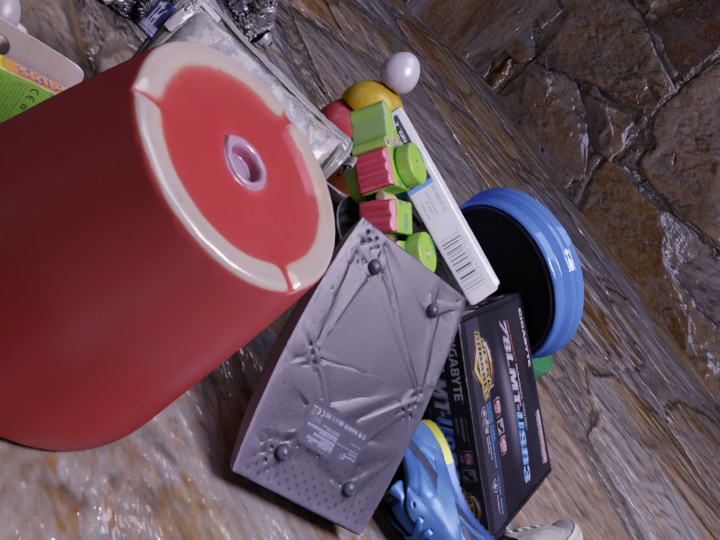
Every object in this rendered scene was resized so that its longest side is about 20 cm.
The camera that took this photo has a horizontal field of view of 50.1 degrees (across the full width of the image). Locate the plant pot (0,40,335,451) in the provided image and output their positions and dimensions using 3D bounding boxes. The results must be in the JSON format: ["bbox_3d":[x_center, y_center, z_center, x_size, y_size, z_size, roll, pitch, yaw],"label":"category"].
[{"bbox_3d":[-0.124,-0.020,0.433,0.200,0.177,0.202,39,36,-36],"label":"plant pot"}]

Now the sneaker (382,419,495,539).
[{"bbox_3d":[0.058,0.211,0.621,0.078,0.066,0.201,3,48,-41],"label":"sneaker"}]

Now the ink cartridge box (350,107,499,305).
[{"bbox_3d":[0.054,-0.066,0.820,0.199,0.043,0.200,59,-6,-9],"label":"ink cartridge box"}]

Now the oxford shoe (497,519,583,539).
[{"bbox_3d":[0.152,0.259,0.702,0.058,0.075,0.200,45,21,21],"label":"oxford shoe"}]

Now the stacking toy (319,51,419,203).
[{"bbox_3d":[0.008,-0.189,0.980,0.146,0.200,0.146,36,16,-12],"label":"stacking toy"}]

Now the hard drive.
[{"bbox_3d":[-0.008,0.078,0.577,0.135,0.201,0.042,36,-18,-29],"label":"hard drive"}]

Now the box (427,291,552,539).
[{"bbox_3d":[0.127,0.132,0.757,0.198,0.049,0.202,-10,91,-60],"label":"box"}]

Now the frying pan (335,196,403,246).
[{"bbox_3d":[0.012,0.007,0.752,0.115,0.031,0.191,35,38,-33],"label":"frying pan"}]

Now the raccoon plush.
[{"bbox_3d":[-0.189,-0.312,0.909,0.199,0.134,0.097,20,36,-51],"label":"raccoon plush"}]

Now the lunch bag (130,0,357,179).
[{"bbox_3d":[-0.123,-0.115,0.663,0.200,0.168,0.140,43,22,-12],"label":"lunch bag"}]

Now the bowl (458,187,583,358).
[{"bbox_3d":[0.163,0.008,0.878,0.039,0.201,0.201,-20,66,-31],"label":"bowl"}]

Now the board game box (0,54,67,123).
[{"bbox_3d":[-0.196,-0.070,0.544,0.199,0.096,0.030,25,22,-45],"label":"board game box"}]

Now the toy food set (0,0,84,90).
[{"bbox_3d":[-0.285,-0.189,0.544,0.143,0.061,0.200,30,3,-40],"label":"toy food set"}]

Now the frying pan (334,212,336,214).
[{"bbox_3d":[0.021,-0.007,0.954,0.115,0.031,0.191,22,32,-45],"label":"frying pan"}]

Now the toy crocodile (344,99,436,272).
[{"bbox_3d":[0.022,-0.051,0.675,0.062,0.067,0.202,8,73,-65],"label":"toy crocodile"}]

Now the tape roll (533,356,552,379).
[{"bbox_3d":[0.196,0.075,1.119,0.200,0.048,0.201,40,23,-21],"label":"tape roll"}]
